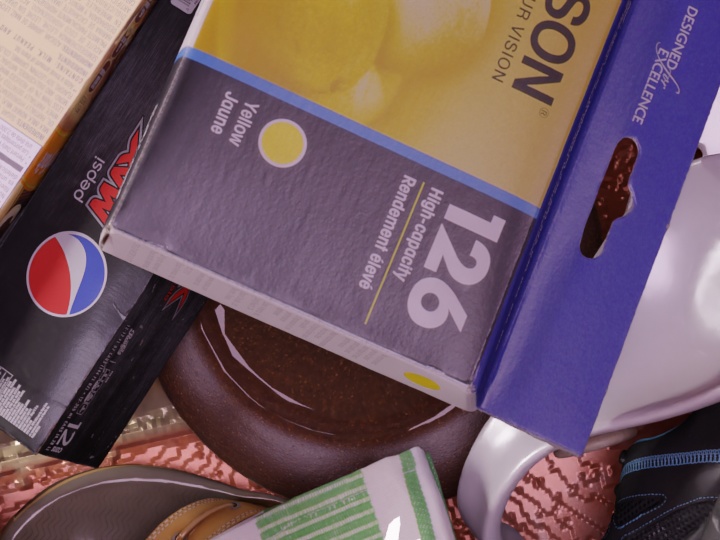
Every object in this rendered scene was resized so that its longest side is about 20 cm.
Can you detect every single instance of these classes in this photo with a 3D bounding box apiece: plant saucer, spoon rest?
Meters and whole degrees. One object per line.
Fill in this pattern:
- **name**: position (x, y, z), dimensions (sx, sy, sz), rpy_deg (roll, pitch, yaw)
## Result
- **plant saucer**: position (0.000, 0.000, 0.966), dimensions (0.200, 0.037, 0.201), rpy_deg (-1, 86, 10)
- **spoon rest**: position (0.102, 0.041, 0.910), dimensions (0.061, 0.099, 0.200), rpy_deg (18, 116, -41)

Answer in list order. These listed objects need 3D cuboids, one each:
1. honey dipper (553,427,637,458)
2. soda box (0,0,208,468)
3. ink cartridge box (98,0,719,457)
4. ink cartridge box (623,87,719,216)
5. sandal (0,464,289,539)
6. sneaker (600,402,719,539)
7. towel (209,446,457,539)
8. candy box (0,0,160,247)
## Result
- **honey dipper**: position (0.072, -0.021, 0.989), dimensions (0.038, 0.038, 0.201), rpy_deg (-16, 89, -3)
- **soda box**: position (-0.084, -0.023, 0.925), dimensions (0.063, 0.071, 0.200), rpy_deg (34, 90, 17)
- **ink cartridge box**: position (0.032, -0.060, 0.868), dimensions (0.199, 0.047, 0.198), rpy_deg (23, 77, -6)
- **ink cartridge box**: position (0.204, -0.010, 0.979), dimensions (0.199, 0.067, 0.117), rpy_deg (17, 89, -4)
- **sandal**: position (-0.054, 0.129, 0.973), dimensions (0.199, 0.054, 0.081), rpy_deg (11, 89, -3)
- **sneaker**: position (0.129, 0.118, 0.959), dimensions (0.073, 0.082, 0.200), rpy_deg (16, 127, -36)
- **towel**: position (-0.044, 0.167, 0.899), dimensions (0.199, 0.023, 0.153), rpy_deg (-24, 60, 9)
- **candy box**: position (-0.143, -0.055, 0.939), dimensions (0.055, 0.115, 0.200), rpy_deg (33, 88, 0)
